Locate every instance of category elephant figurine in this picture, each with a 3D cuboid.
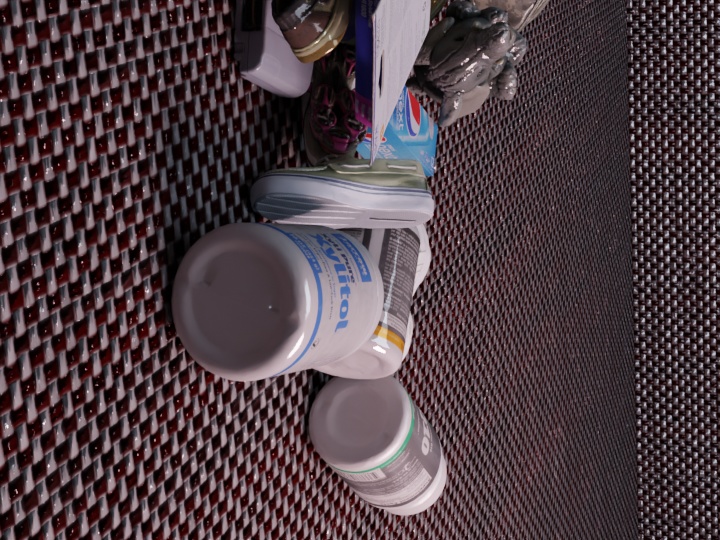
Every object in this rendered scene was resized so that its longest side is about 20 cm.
[{"bbox_3d":[0.109,-0.241,1.690,0.200,0.140,0.156,-44,152,-66],"label":"elephant figurine"}]

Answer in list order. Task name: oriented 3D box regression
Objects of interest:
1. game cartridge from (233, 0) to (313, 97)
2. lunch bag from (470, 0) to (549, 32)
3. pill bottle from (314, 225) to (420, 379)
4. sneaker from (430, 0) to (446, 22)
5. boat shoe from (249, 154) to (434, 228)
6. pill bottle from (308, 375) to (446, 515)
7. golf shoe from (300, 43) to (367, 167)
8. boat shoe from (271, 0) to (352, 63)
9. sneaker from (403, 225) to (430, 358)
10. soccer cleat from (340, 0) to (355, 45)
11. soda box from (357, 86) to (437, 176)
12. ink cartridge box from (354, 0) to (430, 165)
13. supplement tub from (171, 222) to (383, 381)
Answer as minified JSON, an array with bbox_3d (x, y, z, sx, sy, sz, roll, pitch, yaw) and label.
[{"bbox_3d":[-0.076,-0.272,1.389,0.133,0.041,0.202,12,80,-66],"label":"game cartridge"},{"bbox_3d":[0.230,-0.445,2.118,0.200,0.138,0.169,-56,159,-56],"label":"lunch bag"},{"bbox_3d":[0.000,0.000,1.497,0.116,0.115,0.202,55,41,-59],"label":"pill bottle"},{"bbox_3d":[0.052,-0.337,1.694,0.076,0.087,0.200,-49,170,-18],"label":"sneaker"},{"bbox_3d":[-0.020,-0.079,1.416,0.198,0.072,0.063,4,66,-33],"label":"boat shoe"},{"bbox_3d":[0.025,0.191,1.589,0.200,0.112,0.114,56,39,-59],"label":"pill bottle"},{"bbox_3d":[-0.033,-0.190,1.491,0.092,0.072,0.202,125,-26,-58],"label":"golf shoe"},{"bbox_3d":[-0.041,-0.277,1.323,0.065,0.073,0.201,47,32,-39],"label":"boat shoe"},{"bbox_3d":[0.025,0.005,1.638,0.099,0.077,0.202,36,57,-63],"label":"sneaker"},{"bbox_3d":[0.003,-0.317,1.429,0.084,0.064,0.202,31,77,-59],"label":"soccer cleat"},{"bbox_3d":[0.027,-0.165,1.638,0.200,0.067,0.065,37,57,-66],"label":"soda box"},{"bbox_3d":[0.024,-0.237,1.370,0.197,0.043,0.201,91,18,-52],"label":"ink cartridge box"},{"bbox_3d":[-0.069,0.024,1.285,0.200,0.131,0.133,-6,97,-70],"label":"supplement tub"}]
